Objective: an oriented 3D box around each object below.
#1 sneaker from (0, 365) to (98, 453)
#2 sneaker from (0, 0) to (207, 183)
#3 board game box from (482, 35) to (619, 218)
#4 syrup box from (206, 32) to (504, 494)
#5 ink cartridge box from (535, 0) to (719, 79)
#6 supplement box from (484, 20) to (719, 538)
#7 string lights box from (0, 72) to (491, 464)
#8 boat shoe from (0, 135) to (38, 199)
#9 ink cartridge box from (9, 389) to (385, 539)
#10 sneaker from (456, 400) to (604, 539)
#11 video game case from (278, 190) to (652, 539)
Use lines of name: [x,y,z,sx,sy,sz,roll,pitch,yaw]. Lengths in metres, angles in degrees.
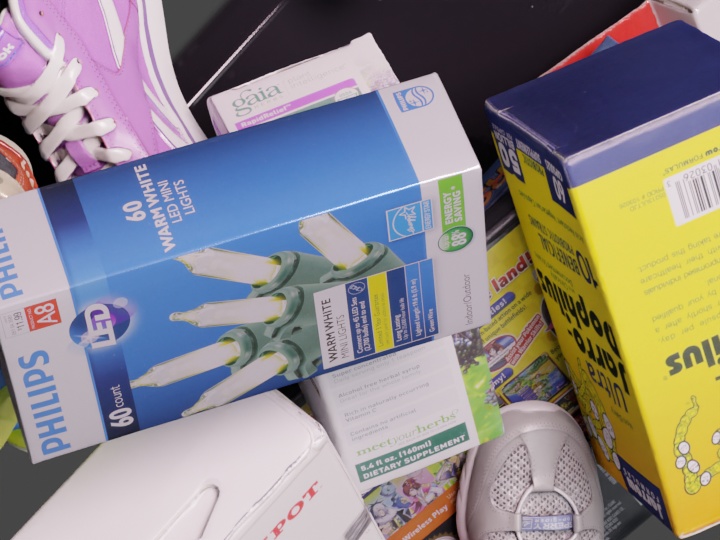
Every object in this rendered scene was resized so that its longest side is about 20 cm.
sneaker: [-0.132,0.023,1.310,0.200,0.076,0.105,-21,130,-56]
sneaker: [-0.124,-0.061,1.272,0.114,0.073,0.201,2,64,-59]
board game box: [0.106,0.002,1.492,0.135,0.034,0.200,40,94,-24]
syrup box: [0.000,0.000,1.334,0.079,0.081,0.200,-22,137,-6]
ink cartridge box: [0.192,-0.060,1.544,0.176,0.045,0.200,-38,123,-19]
supplement box: [0.149,0.003,1.396,0.109,0.109,0.200,-23,112,-10]
string lights box: [-0.052,-0.001,1.207,0.200,0.059,0.103,-17,141,-8]
boat shoe: [-0.230,-0.033,1.213,0.200,0.063,0.071,4,109,-8]
ink cartridge box: [-0.068,0.143,1.368,0.146,0.085,0.200,-47,154,-13]
sneaker: [0.094,0.163,1.448,0.075,0.082,0.200,-6,100,-14]
video game case: [0.076,0.070,1.475,0.200,0.026,0.181,-40,115,2]
